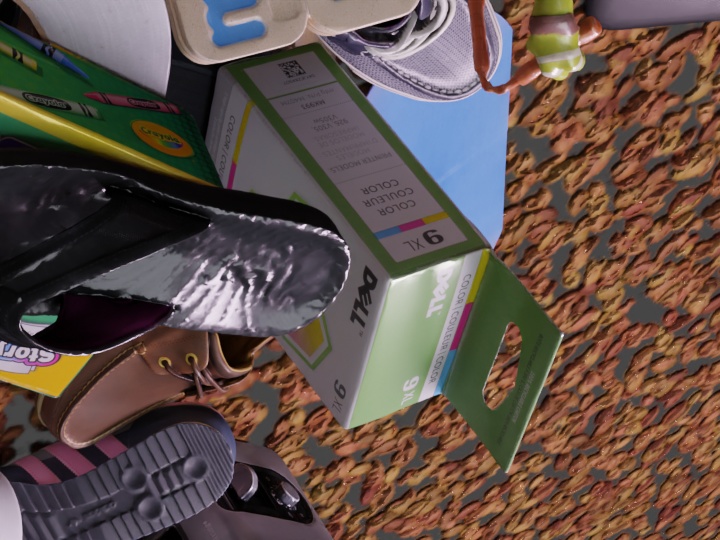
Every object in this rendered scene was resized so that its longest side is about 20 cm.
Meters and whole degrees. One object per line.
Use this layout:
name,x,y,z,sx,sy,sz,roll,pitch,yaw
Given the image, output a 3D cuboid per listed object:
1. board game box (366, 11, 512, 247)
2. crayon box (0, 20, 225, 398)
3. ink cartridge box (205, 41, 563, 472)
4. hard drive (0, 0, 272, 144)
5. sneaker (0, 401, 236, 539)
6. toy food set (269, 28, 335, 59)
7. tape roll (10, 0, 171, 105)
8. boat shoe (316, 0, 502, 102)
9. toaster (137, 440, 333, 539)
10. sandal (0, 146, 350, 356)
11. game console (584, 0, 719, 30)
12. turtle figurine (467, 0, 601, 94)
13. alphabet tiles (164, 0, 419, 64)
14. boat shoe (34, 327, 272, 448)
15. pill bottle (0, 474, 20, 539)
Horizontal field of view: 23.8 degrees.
board game box,0.023,-0.051,0.943,0.158,0.039,0.201,-36,137,-42
crayon box,-0.165,-0.036,0.631,0.199,0.058,0.119,24,117,-39
ink cartridge box,0.000,0.000,0.780,0.059,0.200,0.104,-19,145,-30
hard drive,-0.109,-0.064,0.823,0.200,0.042,0.135,13,124,-50
sneaker,-0.167,0.131,1.005,0.199,0.082,0.071,-16,103,2
toy food set,0.027,-0.173,0.792,0.200,0.060,0.143,-42,148,9
tape roll,-0.178,-0.089,0.666,0.199,0.066,0.201,-13,134,-14
boat shoe,0.010,-0.113,0.737,0.075,0.093,0.200,-44,135,13
toaster,-0.104,0.226,1.081,0.200,0.181,0.119,-44,144,12
sandal,-0.088,-0.001,0.624,0.199,0.048,0.076,3,128,-30
game console,0.212,-0.237,0.923,0.176,0.116,0.200,-56,158,-27
turtle figurine,0.093,-0.169,0.663,0.064,0.161,0.201,0,95,-49
alphabet tiles,-0.046,-0.181,0.623,0.195,0.201,0.015,-18,-174,-24
boat shoe,-0.094,0.035,0.943,0.200,0.068,0.072,-38,148,5
pill bottle,-0.272,0.133,0.849,0.199,0.112,0.112,12,125,-48
